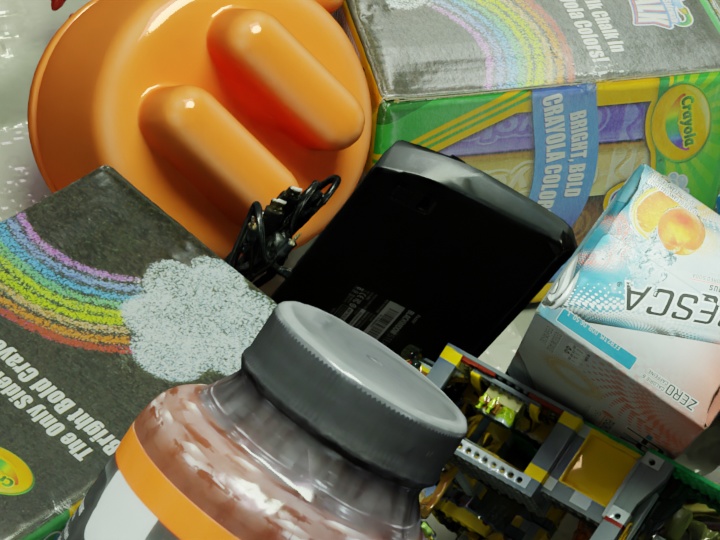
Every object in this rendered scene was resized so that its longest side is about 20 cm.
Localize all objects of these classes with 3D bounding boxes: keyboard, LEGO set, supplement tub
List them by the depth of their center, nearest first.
[{"bbox_3d":[-0.050,0.110,0.844,0.107,0.200,0.107,32,9,-6],"label":"supplement tub"},{"bbox_3d":[0.068,0.123,0.939,0.200,0.154,0.116,31,77,20],"label":"LEGO set"},{"bbox_3d":[0.000,0.000,0.992,0.104,0.200,0.040,26,57,-10],"label":"keyboard"}]

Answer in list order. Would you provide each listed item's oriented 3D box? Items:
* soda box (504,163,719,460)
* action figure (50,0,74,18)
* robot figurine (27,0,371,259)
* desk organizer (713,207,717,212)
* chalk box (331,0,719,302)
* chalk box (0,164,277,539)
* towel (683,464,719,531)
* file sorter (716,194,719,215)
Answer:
[{"bbox_3d":[0.094,0.030,0.949,0.068,0.200,0.064,35,77,6],"label":"soda box"},{"bbox_3d":[-0.038,-0.112,1.232,0.200,0.052,0.066,-1,49,-17],"label":"action figure"},{"bbox_3d":[-0.069,-0.061,1.091,0.116,0.144,0.200,3,3,-20],"label":"robot figurine"},{"bbox_3d":[0.193,-0.006,1.105,0.200,0.072,0.077,-37,103,-43],"label":"desk organizer"},{"bbox_3d":[0.083,-0.071,1.154,0.200,0.124,0.125,-4,43,-15],"label":"chalk box"},{"bbox_3d":[-0.128,0.078,0.962,0.200,0.124,0.125,-32,57,-34],"label":"chalk box"},{"bbox_3d":[0.224,0.051,1.058,0.200,0.023,0.143,-33,18,-37],"label":"towel"},{"bbox_3d":[0.242,0.002,0.921,0.200,0.123,0.139,-25,27,-4],"label":"file sorter"}]
